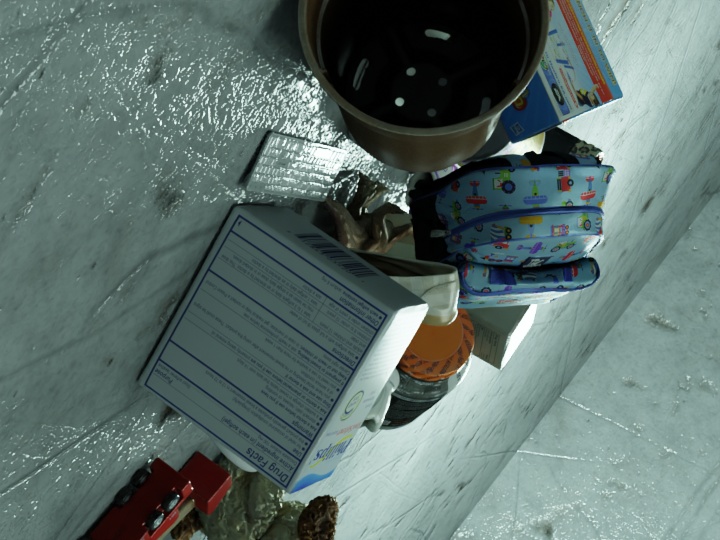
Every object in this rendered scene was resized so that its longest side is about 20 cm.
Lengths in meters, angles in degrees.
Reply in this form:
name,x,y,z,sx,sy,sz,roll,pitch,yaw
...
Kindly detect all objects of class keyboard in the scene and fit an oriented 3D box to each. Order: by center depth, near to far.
name,x,y,z,sx,sy,sz,roll,pitch,yaw
keyboard,-0.058,-0.096,1.488,0.056,0.011,0.200,-59,164,9

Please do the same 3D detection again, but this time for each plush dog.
name,x,y,z,sx,sy,sz,roll,pitch,yaw
plush dog,-0.104,0.296,1.809,0.160,0.172,0.200,-43,160,-37

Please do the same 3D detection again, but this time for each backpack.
name,x,y,z,sx,sy,sz,roll,pitch,yaw
backpack,0.158,-0.043,1.550,0.200,0.182,0.135,151,-64,-69

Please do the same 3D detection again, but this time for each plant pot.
name,x,y,z,sx,sy,sz,roll,pitch,yaw
plant pot,0.051,-0.181,1.351,0.200,0.200,0.198,-53,172,-10

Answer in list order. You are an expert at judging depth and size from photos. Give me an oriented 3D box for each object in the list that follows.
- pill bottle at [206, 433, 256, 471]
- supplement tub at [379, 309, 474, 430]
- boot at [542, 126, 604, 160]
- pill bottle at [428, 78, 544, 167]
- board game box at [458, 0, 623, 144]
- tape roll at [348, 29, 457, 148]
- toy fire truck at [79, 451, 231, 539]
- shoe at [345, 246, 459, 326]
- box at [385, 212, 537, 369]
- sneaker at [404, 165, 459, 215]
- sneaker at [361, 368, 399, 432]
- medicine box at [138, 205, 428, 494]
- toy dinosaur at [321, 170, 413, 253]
name,x,y,z,sx,sy,sz,roll,pitch,yaw
pill bottle,-0.064,0.102,1.579,0.200,0.109,0.109,-38,165,5
supplement tub,0.050,0.099,1.768,0.123,0.122,0.200,-49,180,-25
boot,0.204,-0.116,1.942,0.073,0.154,0.204,-43,159,-37
pill bottle,0.133,-0.149,1.635,0.104,0.104,0.200,-57,164,4
board game box,0.164,-0.235,1.534,0.056,0.200,0.196,-23,-179,29
tape roll,0.061,-0.201,1.582,0.203,0.037,0.203,-50,162,-23
toy fire truck,-0.217,0.262,1.643,0.200,0.049,0.141,-50,163,-21
shoe,0.000,0.000,1.527,0.070,0.200,0.053,-66,168,-54
box,0.098,0.020,1.807,0.078,0.200,0.095,-54,166,-26
sneaker,0.094,-0.076,1.872,0.114,0.073,0.201,-44,150,-26
sneaker,-0.056,0.146,1.679,0.075,0.200,0.081,48,39,-40
medicine box,-0.071,0.069,1.458,0.200,0.182,0.103,-60,163,13
toy dinosaur,-0.002,-0.022,1.672,0.136,0.086,0.200,-52,159,8
